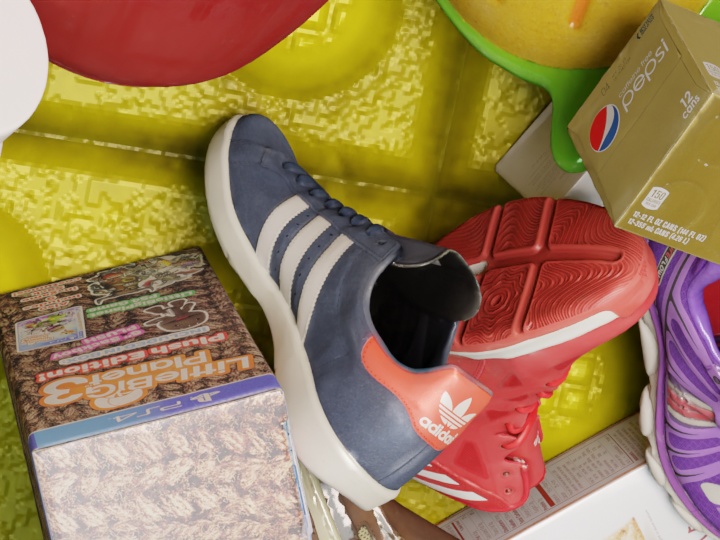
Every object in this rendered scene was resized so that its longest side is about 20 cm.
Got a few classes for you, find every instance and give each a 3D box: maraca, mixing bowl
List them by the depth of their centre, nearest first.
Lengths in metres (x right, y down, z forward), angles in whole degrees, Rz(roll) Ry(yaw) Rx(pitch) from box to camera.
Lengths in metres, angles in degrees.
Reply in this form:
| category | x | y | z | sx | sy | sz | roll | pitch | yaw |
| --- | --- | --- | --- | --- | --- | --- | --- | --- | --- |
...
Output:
| category | x | y | z | sx | sy | sz | roll | pitch | yaw |
| --- | --- | --- | --- | --- | --- | --- | --- | --- | --- |
| mixing bowl | -0.087 | -0.143 | 1.048 | 0.200 | 0.200 | 0.109 | 14 | 127 | -16 |
| maraca | 0.098 | -0.129 | 1.097 | 0.137 | 0.107 | 0.200 | -31 | 71 | 10 |

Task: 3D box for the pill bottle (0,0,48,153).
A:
| category | x | y | z | sx | sy | sz | roll | pitch | yaw |
| --- | --- | --- | --- | --- | --- | --- | --- | --- | --- |
| pill bottle | -0.206 | -0.048 | 1.021 | 0.111 | 0.111 | 0.200 | 39 | 137 | -20 |

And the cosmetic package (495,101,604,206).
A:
| category | x | y | z | sx | sy | sz | roll | pitch | yaw |
| --- | --- | --- | --- | --- | --- | --- | --- | --- | --- |
| cosmetic package | 0.150 | -0.094 | 1.156 | 0.051 | 0.083 | 0.200 | 39 | 95 | -19 |

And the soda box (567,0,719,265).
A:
| category | x | y | z | sx | sy | sz | roll | pitch | yaw |
| --- | --- | --- | --- | --- | --- | --- | --- | --- | --- |
| soda box | 0.183 | -0.032 | 1.044 | 0.200 | 0.064 | 0.068 | 18 | 121 | -30 |

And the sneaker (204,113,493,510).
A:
| category | x | y | z | sx | sy | sz | roll | pitch | yaw |
| --- | --- | --- | --- | --- | --- | --- | --- | --- | --- |
| sneaker | 0.000 | 0.000 | 1.093 | 0.084 | 0.200 | 0.075 | -35 | 141 | 17 |

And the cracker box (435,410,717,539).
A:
| category | x | y | z | sx | sy | sz | roll | pitch | yaw |
| --- | --- | --- | --- | --- | --- | --- | --- | --- | --- |
| cracker box | 0.135 | 0.142 | 1.234 | 0.200 | 0.058 | 0.134 | -29 | 109 | -2 |

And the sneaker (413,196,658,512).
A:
| category | x | y | z | sx | sy | sz | roll | pitch | yaw |
| --- | --- | --- | --- | --- | --- | --- | --- | --- | --- |
| sneaker | 0.069 | 0.039 | 1.147 | 0.115 | 0.200 | 0.079 | 41 | 55 | -30 |

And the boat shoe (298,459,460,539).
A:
| category | x | y | z | sx | sy | sz | roll | pitch | yaw |
| --- | --- | --- | --- | --- | --- | --- | --- | --- | --- |
| boat shoe | 0.021 | 0.132 | 1.153 | 0.075 | 0.075 | 0.203 | -23 | 105 | -3 |

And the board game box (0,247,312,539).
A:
| category | x | y | z | sx | sy | sz | roll | pitch | yaw |
| --- | --- | --- | --- | --- | --- | --- | --- | --- | --- |
| board game box | -0.080 | 0.100 | 1.098 | 0.097 | 0.200 | 0.160 | -13 | 108 | -8 |

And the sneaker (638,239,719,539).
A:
| category | x | y | z | sx | sy | sz | roll | pitch | yaw |
| --- | --- | --- | --- | --- | --- | --- | --- | --- | --- |
| sneaker | 0.160 | 0.052 | 1.132 | 0.080 | 0.083 | 0.200 | -27 | 124 | -7 |
